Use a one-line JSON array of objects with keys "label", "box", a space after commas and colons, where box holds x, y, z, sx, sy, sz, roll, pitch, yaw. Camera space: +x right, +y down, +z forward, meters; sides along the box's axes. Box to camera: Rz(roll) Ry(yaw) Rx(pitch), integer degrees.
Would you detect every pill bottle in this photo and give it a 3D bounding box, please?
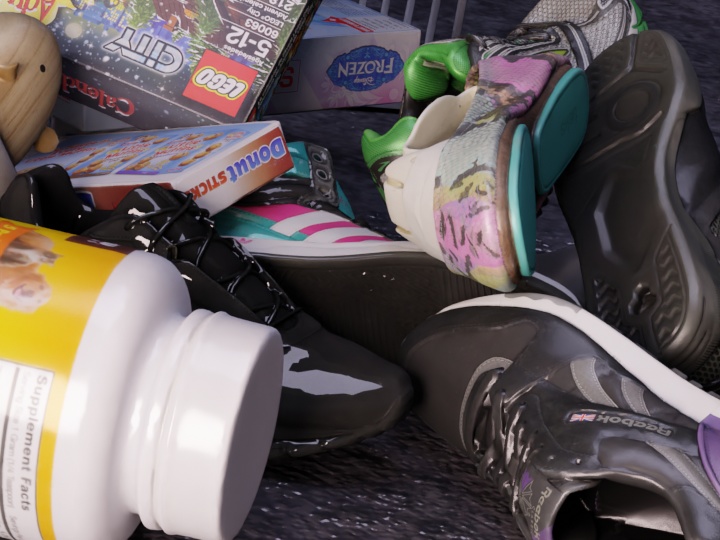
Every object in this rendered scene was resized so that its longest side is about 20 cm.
[{"label": "pill bottle", "box": [-0.132, 0.036, 0.930, 0.199, 0.110, 0.109, 13, 18, 10]}]

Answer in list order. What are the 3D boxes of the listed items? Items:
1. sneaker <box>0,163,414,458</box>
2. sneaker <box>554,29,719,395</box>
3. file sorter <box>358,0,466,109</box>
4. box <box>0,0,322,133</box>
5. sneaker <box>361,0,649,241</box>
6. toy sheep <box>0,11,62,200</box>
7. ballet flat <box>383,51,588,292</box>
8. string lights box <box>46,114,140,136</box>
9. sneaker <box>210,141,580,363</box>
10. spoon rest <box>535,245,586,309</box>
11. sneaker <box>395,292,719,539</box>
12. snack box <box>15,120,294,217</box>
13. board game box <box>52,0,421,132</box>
[{"label": "sneaker", "box": [-0.070, 0.015, 1.058, 0.199, 0.091, 0.076, 17, 18, 17]}, {"label": "sneaker", "box": [0.147, -0.013, 1.188, 0.114, 0.076, 0.200, 40, 31, -40]}, {"label": "file sorter", "box": [-0.024, -0.190, 1.650, 0.138, 0.125, 0.200, 4, 18, -19]}, {"label": "box", "box": [-0.118, -0.146, 1.209, 0.199, 0.038, 0.137, 23, 63, 6]}, {"label": "sneaker", "box": [0.072, -0.088, 1.246, 0.078, 0.085, 0.200, -17, 25, 43]}, {"label": "toy sheep", "box": [-0.218, -0.053, 1.118, 0.199, 0.138, 0.138, -27, 23, -2]}, {"label": "ballet flat", "box": [0.050, -0.043, 1.109, 0.071, 0.070, 0.200, 0, 23, 13]}, {"label": "string lights box", "box": [-0.120, -0.077, 1.361, 0.102, 0.059, 0.200, 5, 18, -12]}, {"label": "sneaker", "box": [0.000, 0.000, 1.164, 0.198, 0.084, 0.121, 8, 27, -1]}, {"label": "spoon rest", "box": [0.104, -0.006, 1.290, 0.099, 0.061, 0.200, -10, 39, -43]}, {"label": "sneaker", "box": [0.080, 0.068, 1.010, 0.199, 0.076, 0.087, 22, 28, 34]}, {"label": "snack box", "box": [-0.124, -0.040, 1.173, 0.199, 0.024, 0.072, -1, 22, 43]}, {"label": "board game box", "box": [-0.107, -0.124, 1.343, 0.198, 0.041, 0.200, -7, 23, -36]}]
